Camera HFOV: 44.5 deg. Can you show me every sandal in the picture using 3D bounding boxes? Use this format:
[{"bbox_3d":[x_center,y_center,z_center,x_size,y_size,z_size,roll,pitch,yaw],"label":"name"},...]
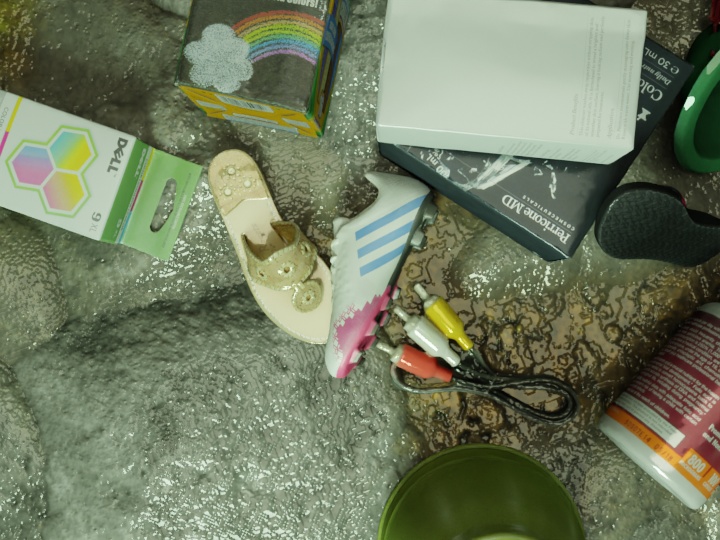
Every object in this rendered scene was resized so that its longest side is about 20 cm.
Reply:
[{"bbox_3d":[-0.086,-0.020,0.827,0.078,0.070,0.212,-30,88,1],"label":"sandal"},{"bbox_3d":[0.261,-0.043,0.777,0.075,0.200,0.045,-43,55,29],"label":"sandal"}]

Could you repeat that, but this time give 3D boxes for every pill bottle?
[{"bbox_3d":[0.320,0.102,0.786,0.114,0.114,0.200,42,91,3],"label":"pill bottle"}]

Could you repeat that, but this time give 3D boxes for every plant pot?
[{"bbox_3d":[0.111,0.264,0.750,0.200,0.193,0.201,0,88,3],"label":"plant pot"}]

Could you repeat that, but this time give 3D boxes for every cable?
[{"bbox_3d":[0.107,0.102,0.826,0.200,0.050,0.097,33,93,3],"label":"cable"}]

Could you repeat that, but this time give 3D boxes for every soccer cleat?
[{"bbox_3d":[0.000,0.000,0.829,0.086,0.070,0.200,25,84,9],"label":"soccer cleat"}]

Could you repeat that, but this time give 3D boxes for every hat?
[{"bbox_3d":[0.320,-0.214,0.829,0.200,0.166,0.176,-25,50,-14],"label":"hat"}]

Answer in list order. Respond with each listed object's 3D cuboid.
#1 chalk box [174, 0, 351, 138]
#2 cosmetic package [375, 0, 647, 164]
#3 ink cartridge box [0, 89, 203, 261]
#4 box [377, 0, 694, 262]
[{"bbox_3d":[-0.078,-0.240,0.808,0.125,0.124,0.200,13,88,3],"label":"chalk box"},{"bbox_3d":[0.114,-0.152,0.698,0.200,0.081,0.113,8,89,4],"label":"cosmetic package"},{"bbox_3d":[-0.266,-0.089,0.840,0.200,0.059,0.104,20,89,3],"label":"ink cartridge box"},{"bbox_3d":[0.150,-0.142,0.797,0.200,0.124,0.197,33,92,3],"label":"box"}]
